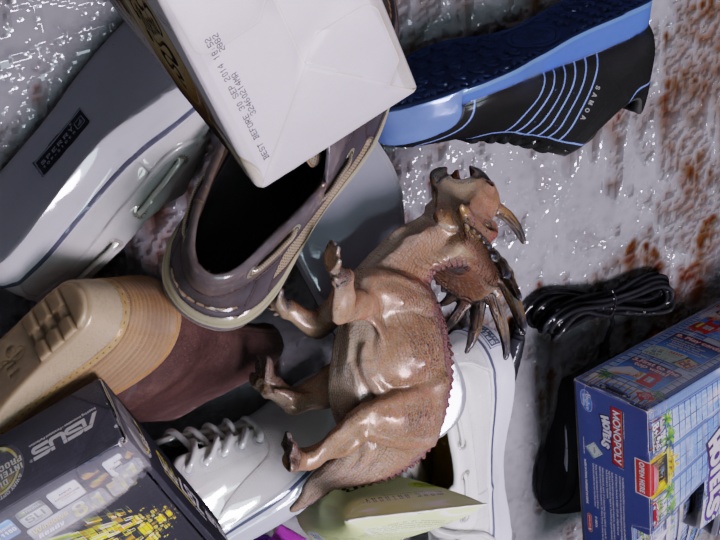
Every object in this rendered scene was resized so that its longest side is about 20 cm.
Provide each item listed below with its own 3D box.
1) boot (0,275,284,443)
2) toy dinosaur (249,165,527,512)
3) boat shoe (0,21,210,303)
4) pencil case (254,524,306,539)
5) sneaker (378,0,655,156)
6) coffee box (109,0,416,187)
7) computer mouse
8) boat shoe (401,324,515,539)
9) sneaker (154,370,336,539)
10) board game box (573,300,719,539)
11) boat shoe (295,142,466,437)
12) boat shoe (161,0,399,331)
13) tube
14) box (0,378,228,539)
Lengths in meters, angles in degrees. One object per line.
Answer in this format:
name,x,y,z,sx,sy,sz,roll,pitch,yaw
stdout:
boot,-0.154,0.075,0.767,0.199,0.073,0.166,-33,155,20
toy dinosaur,0.022,0.046,0.757,0.134,0.086,0.202,6,102,-25
boat shoe,-0.109,-0.061,0.713,0.200,0.072,0.066,-49,136,4
pencil case,-0.074,0.218,0.826,0.085,0.200,0.093,30,99,-3
sneaker,0.090,-0.095,0.814,0.199,0.070,0.078,-23,123,-24
coffee box,-0.068,-0.140,0.601,0.079,0.200,0.113,-32,132,-7
computer mouse,0.150,0.100,0.996,0.139,0.046,0.201,-4,120,-32
boat shoe,0.049,0.137,0.932,0.086,0.074,0.204,-16,123,-31
sneaker,-0.084,0.119,0.835,0.200,0.073,0.071,-39,131,-14
board game box,0.234,0.114,1.008,0.199,0.061,0.201,-35,131,-34
boat shoe,0.000,0.000,0.821,0.071,0.070,0.201,-28,105,-11
boat shoe,-0.030,-0.064,0.704,0.074,0.073,0.201,25,75,-5
tube,0.007,0.137,0.837,0.052,0.200,0.058,44,75,-5
box,-0.177,0.157,0.730,0.199,0.049,0.162,-30,139,-4
